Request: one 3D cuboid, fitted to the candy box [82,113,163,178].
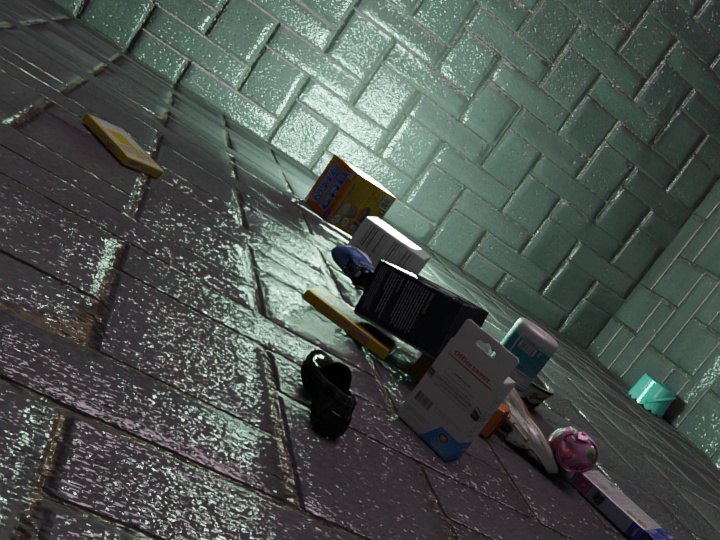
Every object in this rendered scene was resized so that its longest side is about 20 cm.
[{"bbox_3d":[-0.520,-0.273,1.556,0.200,0.026,0.102,42,10,33],"label":"candy box"}]

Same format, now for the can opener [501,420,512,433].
[{"bbox_3d":[0.305,0.291,1.521,0.200,0.067,0.053,40,12,26],"label":"can opener"}]

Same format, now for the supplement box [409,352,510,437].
[{"bbox_3d":[0.195,0.239,1.409,0.200,0.069,0.066,36,7,22],"label":"supplement box"}]

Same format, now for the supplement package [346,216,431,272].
[{"bbox_3d":[0.069,-0.034,2.009,0.200,0.151,0.152,37,11,8],"label":"supplement package"}]

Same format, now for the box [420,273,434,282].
[{"bbox_3d":[0.247,0.070,2.441,0.144,0.036,0.200,32,9,-15],"label":"box"}]

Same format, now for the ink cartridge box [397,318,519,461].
[{"bbox_3d":[0.167,0.191,1.152,0.116,0.200,0.068,41,12,29],"label":"ink cartridge box"}]

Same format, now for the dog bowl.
[{"bbox_3d":[0.402,0.283,1.856,0.200,0.074,0.200,35,10,-7],"label":"dog bowl"}]

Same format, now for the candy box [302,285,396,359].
[{"bbox_3d":[-0.020,0.101,1.419,0.200,0.026,0.102,37,7,8],"label":"candy box"}]

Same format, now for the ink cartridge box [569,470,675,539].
[{"bbox_3d":[0.525,0.483,1.433,0.200,0.042,0.119,39,12,39],"label":"ink cartridge box"}]

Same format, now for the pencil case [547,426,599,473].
[{"bbox_3d":[0.432,0.365,1.462,0.087,0.088,0.200,37,-1,14],"label":"pencil case"}]

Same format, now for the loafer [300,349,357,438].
[{"bbox_3d":[-0.040,0.159,1.004,0.068,0.071,0.201,32,11,-18],"label":"loafer"}]

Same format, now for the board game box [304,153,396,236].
[{"bbox_3d":[-0.038,-0.256,2.537,0.199,0.200,0.200,28,13,-37],"label":"board game box"}]

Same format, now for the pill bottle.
[{"bbox_3d":[0.356,0.217,1.647,0.111,0.200,0.111,34,11,-7],"label":"pill bottle"}]

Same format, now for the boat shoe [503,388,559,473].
[{"bbox_3d":[0.324,0.327,1.436,0.200,0.069,0.071,59,-2,19],"label":"boat shoe"}]

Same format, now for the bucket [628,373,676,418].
[{"bbox_3d":[1.451,0.617,3.533,0.207,0.135,0.207,33,12,-8],"label":"bucket"}]

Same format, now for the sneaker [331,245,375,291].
[{"bbox_3d":[0.000,0.000,1.841,0.200,0.079,0.089,39,8,19],"label":"sneaker"}]

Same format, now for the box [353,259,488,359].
[{"bbox_3d":[0.126,0.084,1.434,0.196,0.124,0.200,30,6,24],"label":"box"}]
